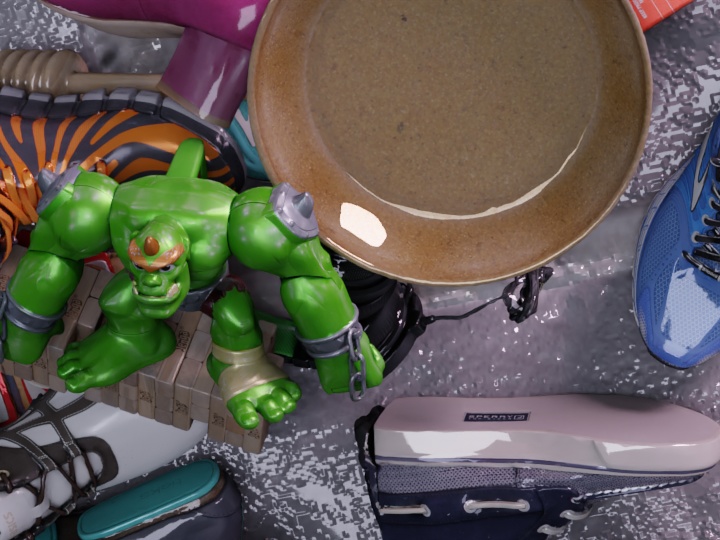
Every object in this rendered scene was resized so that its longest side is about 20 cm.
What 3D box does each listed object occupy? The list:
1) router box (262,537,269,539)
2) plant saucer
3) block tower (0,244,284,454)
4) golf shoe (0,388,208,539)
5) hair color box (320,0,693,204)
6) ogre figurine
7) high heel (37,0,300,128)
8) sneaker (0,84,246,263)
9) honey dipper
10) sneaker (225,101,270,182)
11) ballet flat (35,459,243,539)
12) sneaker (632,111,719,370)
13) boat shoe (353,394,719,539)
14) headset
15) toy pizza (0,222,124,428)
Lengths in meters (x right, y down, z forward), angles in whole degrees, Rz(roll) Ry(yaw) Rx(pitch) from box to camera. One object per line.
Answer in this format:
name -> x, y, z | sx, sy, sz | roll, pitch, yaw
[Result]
router box -> -0.058, 0.271, 1.546 | 0.149, 0.051, 0.200 | -40, 75, 31
plant saucer -> 0.044, -0.091, 1.404 | 0.199, 0.035, 0.201 | 1, 110, 3
block tower -> -0.139, 0.036, 1.513 | 0.199, 0.058, 0.054 | 18, 61, 5
golf shoe -> -0.170, 0.112, 1.544 | 0.199, 0.095, 0.078 | -15, 128, 6
hair color box -> 0.078, -0.119, 1.468 | 0.200, 0.102, 0.061 | -32, 97, 15
ogre figurine -> -0.093, 0.005, 1.423 | 0.199, 0.098, 0.120 | 17, 129, 26
high heel -> -0.109, -0.160, 1.461 | 0.200, 0.067, 0.096 | 36, 103, 28
sneaker -> -0.163, -0.036, 1.478 | 0.199, 0.112, 0.078 | 6, 138, 23
honey dipper -> -0.110, -0.098, 1.497 | 0.199, 0.038, 0.038 | 3, 103, 31
sneaker -> -0.056, -0.144, 1.495 | 0.077, 0.080, 0.201 | 1, 102, 9
ballet flat -> -0.157, 0.165, 1.580 | 0.199, 0.073, 0.073 | -16, 98, 5
sneaker -> 0.195, -0.040, 1.470 | 0.078, 0.089, 0.201 | 24, 104, 5
boat shoe -> 0.098, 0.121, 1.534 | 0.199, 0.075, 0.093 | 2, 108, 17
headset -> 0.000, 0.000, 1.507 | 0.199, 0.094, 0.124 | 7, 146, 18
toy pizza -> -0.215, 0.010, 1.575 | 0.199, 0.032, 0.201 | 2, 101, 9
